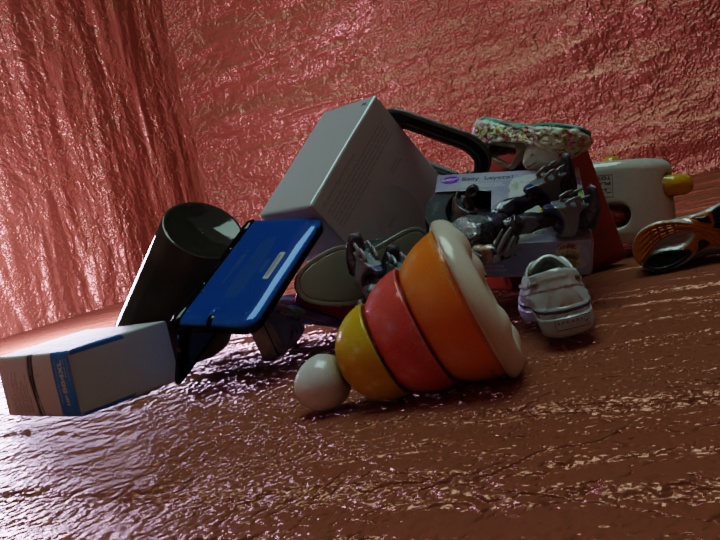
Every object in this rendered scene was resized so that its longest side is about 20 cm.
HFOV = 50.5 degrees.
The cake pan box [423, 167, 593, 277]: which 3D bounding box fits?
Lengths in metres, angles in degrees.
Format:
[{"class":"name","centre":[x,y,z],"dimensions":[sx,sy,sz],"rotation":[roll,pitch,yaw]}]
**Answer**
[{"class":"cake pan box","centre":[0.179,-0.062,0.946],"dimensions":[0.197,0.053,0.185],"rotation":[-1,32,13]}]

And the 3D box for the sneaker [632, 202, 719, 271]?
[{"class":"sneaker","centre":[0.446,-0.051,0.972],"dimensions":[0.198,0.077,0.092],"rotation":[-10,1,17]}]

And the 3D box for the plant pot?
[{"class":"plant pot","centre":[0.235,-0.071,1.137],"dimensions":[0.175,0.202,0.200],"rotation":[-26,9,-18]}]

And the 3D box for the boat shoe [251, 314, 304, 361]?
[{"class":"boat shoe","centre":[-0.108,0.069,1.021],"dimensions":[0.066,0.074,0.200],"rotation":[-25,5,-2]}]

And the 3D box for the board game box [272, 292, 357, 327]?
[{"class":"board game box","centre":[-0.025,0.037,0.989],"dimensions":[0.197,0.039,0.158],"rotation":[7,10,-8]}]

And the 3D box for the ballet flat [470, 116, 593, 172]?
[{"class":"ballet flat","centre":[0.224,-0.164,1.026],"dimensions":[0.075,0.065,0.199],"rotation":[21,0,-36]}]

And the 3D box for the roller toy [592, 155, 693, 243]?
[{"class":"roller toy","centre":[0.406,-0.113,1.221],"dimensions":[0.180,0.142,0.200],"rotation":[-5,2,-16]}]

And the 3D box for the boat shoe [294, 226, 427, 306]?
[{"class":"boat shoe","centre":[0.000,0.000,0.951],"dimensions":[0.198,0.073,0.063],"rotation":[-21,-1,-29]}]

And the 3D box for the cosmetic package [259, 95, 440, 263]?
[{"class":"cosmetic package","centre":[0.000,-0.094,1.072],"dimensions":[0.122,0.200,0.201],"rotation":[-3,50,47]}]

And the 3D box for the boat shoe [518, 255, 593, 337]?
[{"class":"boat shoe","centre":[0.200,0.016,0.781],"dimensions":[0.073,0.068,0.200],"rotation":[-13,3,4]}]

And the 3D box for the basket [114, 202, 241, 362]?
[{"class":"basket","centre":[-0.241,0.016,1.074],"dimensions":[0.179,0.136,0.201],"rotation":[-8,-41,-37]}]

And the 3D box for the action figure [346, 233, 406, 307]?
[{"class":"action figure","centre":[0.047,0.030,0.819],"dimensions":[0.129,0.070,0.200],"rotation":[0,25,-24]}]

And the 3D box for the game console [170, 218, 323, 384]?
[{"class":"game console","centre":[-0.138,0.039,0.947],"dimensions":[0.169,0.119,0.201],"rotation":[0,40,27]}]

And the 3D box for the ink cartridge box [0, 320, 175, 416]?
[{"class":"ink cartridge box","centre":[-0.359,0.128,0.999],"dimensions":[0.198,0.085,0.145],"rotation":[-8,7,40]}]

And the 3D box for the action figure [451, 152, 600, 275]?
[{"class":"action figure","centre":[0.158,-0.057,0.839],"dimensions":[0.198,0.070,0.130],"rotation":[-21,40,-12]}]

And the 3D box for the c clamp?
[{"class":"c clamp","centre":[0.097,-0.168,1.102],"dimensions":[0.198,0.027,0.171],"rotation":[20,-26,20]}]

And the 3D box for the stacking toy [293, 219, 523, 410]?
[{"class":"stacking toy","centre":[0.027,0.062,0.656],"dimensions":[0.199,0.147,0.146],"rotation":[-29,3,9]}]
